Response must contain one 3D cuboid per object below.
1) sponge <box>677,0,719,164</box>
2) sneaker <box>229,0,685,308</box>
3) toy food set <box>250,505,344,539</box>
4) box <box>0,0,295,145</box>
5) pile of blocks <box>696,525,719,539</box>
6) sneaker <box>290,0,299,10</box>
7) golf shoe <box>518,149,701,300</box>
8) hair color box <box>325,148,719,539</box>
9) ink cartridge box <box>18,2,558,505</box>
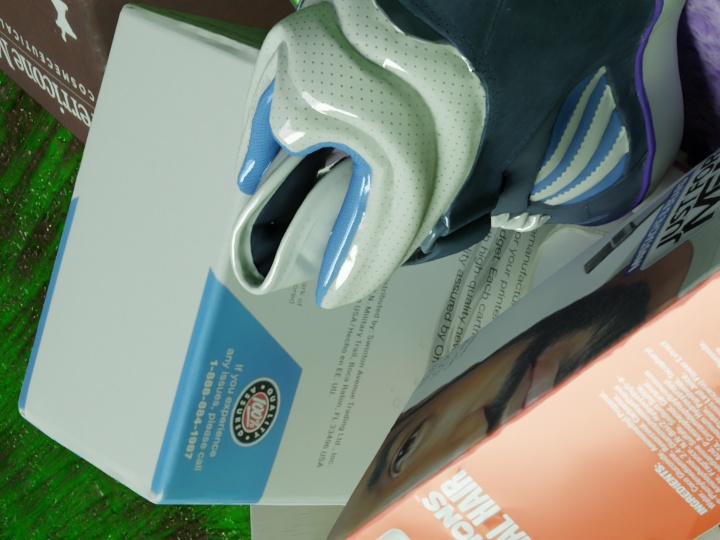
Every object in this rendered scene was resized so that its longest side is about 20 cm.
[{"bbox_3d":[0.119,-0.059,0.761,0.112,0.030,0.200,40,173,46],"label":"sponge"},{"bbox_3d":[0.019,-0.037,0.688,0.081,0.146,0.200,49,166,17],"label":"sneaker"},{"bbox_3d":[0.012,0.167,0.948,0.200,0.060,0.144,44,-143,-57],"label":"toy food set"},{"bbox_3d":[-0.085,-0.180,0.974,0.166,0.164,0.200,39,150,44],"label":"box"},{"bbox_3d":[0.137,0.116,0.803,0.200,0.062,0.082,29,111,42],"label":"pile of blocks"},{"bbox_3d":[0.002,-0.105,0.766,0.084,0.077,0.200,26,-178,20],"label":"sneaker"},{"bbox_3d":[0.137,0.046,0.784,0.200,0.092,0.075,40,172,21],"label":"golf shoe"},{"bbox_3d":[0.087,0.026,0.684,0.064,0.111,0.200,44,126,-7],"label":"hair color box"},{"bbox_3d":[0.000,0.000,0.821,0.084,0.200,0.145,25,103,43],"label":"ink cartridge box"}]
